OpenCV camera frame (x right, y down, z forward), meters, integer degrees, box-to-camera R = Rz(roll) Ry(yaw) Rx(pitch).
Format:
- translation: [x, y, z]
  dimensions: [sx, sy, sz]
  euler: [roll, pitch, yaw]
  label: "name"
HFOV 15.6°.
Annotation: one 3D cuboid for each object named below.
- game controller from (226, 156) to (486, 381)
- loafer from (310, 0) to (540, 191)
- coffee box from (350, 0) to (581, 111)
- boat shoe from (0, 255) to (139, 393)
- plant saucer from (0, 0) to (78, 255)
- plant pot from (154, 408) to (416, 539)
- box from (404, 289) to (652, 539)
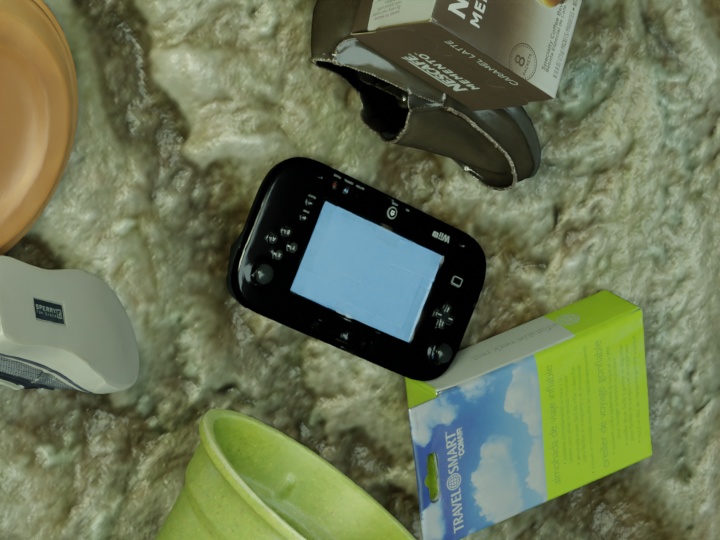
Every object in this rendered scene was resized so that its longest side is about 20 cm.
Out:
- translation: [0.000, 0.000, 1.712]
  dimensions: [0.200, 0.042, 0.104]
  euler: [24, 94, -39]
  label: "game controller"
- translation: [0.033, -0.105, 1.667]
  dimensions: [0.200, 0.073, 0.071]
  euler: [39, 67, -29]
  label: "loafer"
- translation: [0.082, -0.214, 1.612]
  dimensions: [0.114, 0.080, 0.200]
  euler: [29, 70, -35]
  label: "coffee box"
- translation: [-0.213, 0.038, 1.565]
  dimensions: [0.200, 0.093, 0.075]
  euler: [32, 47, -63]
  label: "boat shoe"
- translation: [-0.241, -0.080, 1.501]
  dimensions: [0.200, 0.037, 0.201]
  euler: [-19, 121, -36]
  label: "plant saucer"
- translation: [-0.073, 0.222, 1.677]
  dimensions: [0.200, 0.200, 0.184]
  euler: [29, 103, -39]
  label: "plant pot"
- translation: [0.110, 0.105, 1.828]
  dimensions: [0.200, 0.048, 0.122]
  euler: [-21, 119, -26]
  label: "box"
